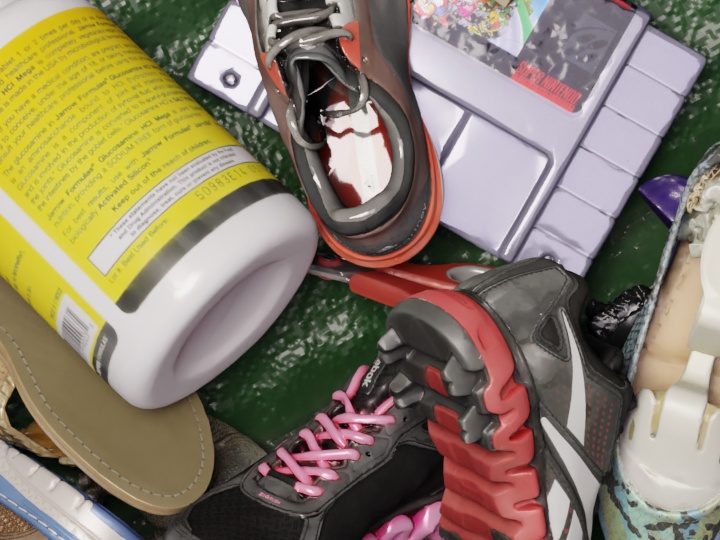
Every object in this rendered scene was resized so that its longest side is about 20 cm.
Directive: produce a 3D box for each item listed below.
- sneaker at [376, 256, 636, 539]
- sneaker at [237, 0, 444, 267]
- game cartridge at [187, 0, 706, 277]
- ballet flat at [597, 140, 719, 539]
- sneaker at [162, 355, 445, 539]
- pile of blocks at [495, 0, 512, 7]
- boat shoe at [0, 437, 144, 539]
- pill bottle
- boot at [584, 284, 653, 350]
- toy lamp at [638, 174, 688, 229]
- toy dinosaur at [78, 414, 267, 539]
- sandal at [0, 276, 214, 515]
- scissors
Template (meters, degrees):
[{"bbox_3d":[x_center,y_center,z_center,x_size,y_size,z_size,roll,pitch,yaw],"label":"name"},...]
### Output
[{"bbox_3d":[0.074,0.079,1.131,0.098,0.071,0.201,-33,127,-27],"label":"sneaker"},{"bbox_3d":[-0.013,-0.102,1.157,0.077,0.082,0.200,-21,82,8],"label":"sneaker"},{"bbox_3d":[0.039,-0.092,1.216,0.200,0.038,0.130,29,97,0],"label":"game cartridge"},{"bbox_3d":[0.141,0.036,1.140,0.074,0.074,0.201,12,91,1],"label":"ballet flat"},{"bbox_3d":[-0.007,0.079,1.146,0.079,0.200,0.096,28,121,31],"label":"sneaker"},{"bbox_3d":[0.100,-0.210,1.171,0.062,0.082,0.200,37,80,5],"label":"pile of blocks"},{"bbox_3d":[-0.176,0.100,1.158,0.072,0.200,0.072,-52,133,-12],"label":"boat shoe"},{"bbox_3d":[-0.122,-0.045,1.170,0.200,0.112,0.112,44,93,15],"label":"pill bottle"},{"bbox_3d":[0.191,0.080,1.203,0.198,0.073,0.163,-6,86,0],"label":"boot"},{"bbox_3d":[0.212,-0.085,1.199,0.200,0.058,0.058,-44,91,2],"label":"toy lamp"},{"bbox_3d":[-0.065,0.124,1.213,0.102,0.077,0.200,-14,61,1],"label":"toy dinosaur"},{"bbox_3d":[-0.146,0.043,1.208,0.212,0.078,0.070,47,135,18],"label":"sandal"},{"bbox_3d":[0.000,0.000,1.215,0.200,0.073,0.014,18,120,28],"label":"scissors"}]
